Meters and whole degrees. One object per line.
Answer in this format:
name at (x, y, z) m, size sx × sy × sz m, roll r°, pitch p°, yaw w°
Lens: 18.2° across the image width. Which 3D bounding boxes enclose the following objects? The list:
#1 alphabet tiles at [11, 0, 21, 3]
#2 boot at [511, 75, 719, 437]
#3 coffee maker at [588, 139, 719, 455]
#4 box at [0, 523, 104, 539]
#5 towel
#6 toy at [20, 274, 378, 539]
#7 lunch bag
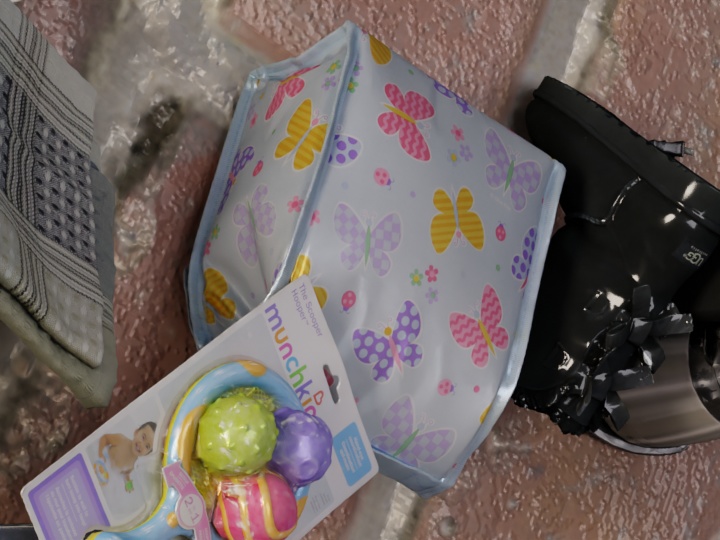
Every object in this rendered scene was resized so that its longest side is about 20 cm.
alphabet tiles at (-0.235, -0.217, 1.108) m, size 0.199 × 0.015 × 0.197 m, roll -24°, pitch 94°, yaw -49°
boot at (0.120, -0.008, 1.292) m, size 0.073 × 0.198 × 0.163 m, roll 29°, pitch 100°, yaw -38°
coffee maker at (0.219, 0.009, 1.302) m, size 0.134 × 0.199 × 0.194 m, roll -10°, pitch 89°, yaw -34°
box at (-0.224, 0.218, 1.029) m, size 0.199 × 0.124 × 0.199 m, roll 3°, pitch 81°, yaw -34°
towel at (-0.167, -0.059, 1.062) m, size 0.200 × 0.034 × 0.194 m, roll 54°, pitch 18°, yaw -43°
toy at (-0.060, 0.101, 1.059) m, size 0.200 × 0.047 × 0.116 m, roll -36°, pitch 116°, yaw -35°
lunch bag at (0.000, 0.000, 1.206) m, size 0.169 × 0.127 × 0.201 m, roll 29°, pitch 59°, yaw -29°
